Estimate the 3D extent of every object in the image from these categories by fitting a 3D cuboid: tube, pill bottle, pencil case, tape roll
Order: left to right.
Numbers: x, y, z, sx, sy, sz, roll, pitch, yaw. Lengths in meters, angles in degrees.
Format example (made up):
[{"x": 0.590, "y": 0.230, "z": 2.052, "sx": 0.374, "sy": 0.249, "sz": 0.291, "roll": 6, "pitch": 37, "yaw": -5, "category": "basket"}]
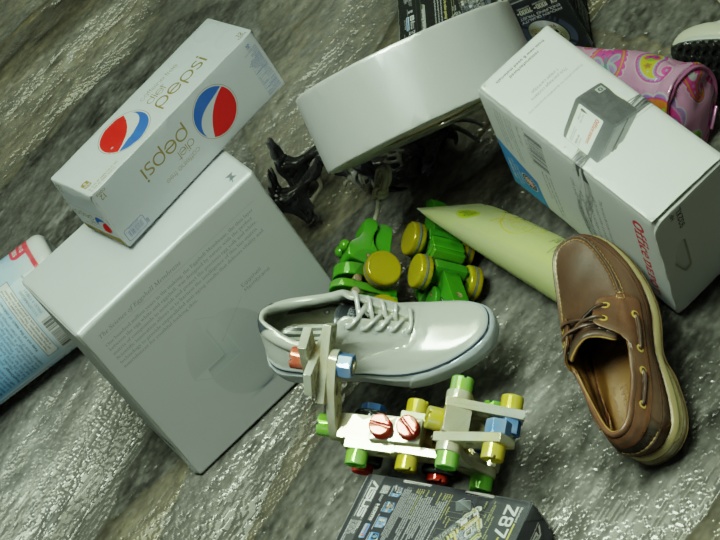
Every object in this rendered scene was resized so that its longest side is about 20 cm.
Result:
[{"x": -0.348, "y": 0.066, "z": 1.995, "sx": 0.200, "sy": 0.109, "sz": 0.109, "roll": -37, "pitch": 40, "yaw": -2, "category": "pill bottle"}, {"x": 0.048, "y": -0.153, "z": 1.782, "sx": 0.202, "sy": 0.071, "sz": 0.202, "roll": -26, "pitch": 0, "yaw": 0, "category": "tape roll"}, {"x": 0.136, "y": -0.019, "z": 1.772, "sx": 0.052, "sy": 0.058, "sz": 0.200, "roll": -48, "pitch": 44, "yaw": -9, "category": "tube"}, {"x": 0.210, "y": -0.148, "z": 1.831, "sx": 0.199, "sy": 0.088, "sz": 0.088, "roll": 11, "pitch": 58, "yaw": 42, "category": "pencil case"}]

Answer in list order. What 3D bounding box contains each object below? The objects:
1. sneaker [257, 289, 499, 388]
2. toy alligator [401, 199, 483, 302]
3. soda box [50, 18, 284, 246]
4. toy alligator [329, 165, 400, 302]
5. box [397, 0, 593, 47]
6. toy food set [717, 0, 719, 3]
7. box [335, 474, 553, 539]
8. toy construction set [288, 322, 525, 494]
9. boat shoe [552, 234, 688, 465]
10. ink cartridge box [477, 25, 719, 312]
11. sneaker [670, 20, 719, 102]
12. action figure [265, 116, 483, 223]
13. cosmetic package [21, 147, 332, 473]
[{"x": 0.010, "y": 0.051, "z": 1.702, "sx": 0.199, "sy": 0.071, "sz": 0.073, "roll": -8, "pitch": 53, "yaw": 18, "category": "sneaker"}, {"x": 0.068, "y": 0.020, "z": 1.794, "sx": 0.201, "sy": 0.059, "sz": 0.054, "roll": -100, "pitch": 31, "yaw": -47, "category": "toy alligator"}, {"x": -0.159, "y": -0.116, "z": 1.765, "sx": 0.200, "sy": 0.064, "sz": 0.068, "roll": -47, "pitch": 39, "yaw": -18, "category": "soda box"}, {"x": 0.000, "y": 0.000, "z": 1.804, "sx": 0.059, "sy": 0.054, "sz": 0.201, "roll": 129, "pitch": 143, "yaw": -61, "category": "toy alligator"}, {"x": 0.122, "y": -0.273, "z": 2.005, "sx": 0.163, "sy": 0.086, "sz": 0.201, "roll": -21, "pitch": 43, "yaw": 17, "category": "box"}, {"x": 0.351, "y": -0.331, "z": 1.921, "sx": 0.143, "sy": 0.060, "sz": 0.200, "roll": -31, "pitch": 40, "yaw": 6, "category": "toy food set"}, {"x": 0.034, "y": 0.255, "z": 1.594, "sx": 0.161, "sy": 0.049, "sz": 0.201, "roll": 3, "pitch": 54, "yaw": 39, "category": "box"}, {"x": 0.033, "y": 0.116, "z": 1.647, "sx": 0.199, "sy": 0.131, "sz": 0.092, "roll": 21, "pitch": 76, "yaw": 17, "category": "toy construction set"}, {"x": 0.189, "y": 0.052, "z": 1.621, "sx": 0.072, "sy": 0.067, "sz": 0.201, "roll": -37, "pitch": 53, "yaw": 29, "category": "boat shoe"}, {"x": 0.201, "y": -0.080, "z": 1.685, "sx": 0.084, "sy": 0.145, "sz": 0.200, "roll": -42, "pitch": 57, "yaw": -9, "category": "ink cartridge box"}, {"x": 0.364, "y": -0.197, "z": 1.788, "sx": 0.199, "sy": 0.071, "sz": 0.094, "roll": -1, "pitch": 40, "yaw": 33, "category": "sneaker"}, {"x": 0.006, "y": -0.118, "z": 1.930, "sx": 0.199, "sy": 0.102, "sz": 0.119, "roll": -21, "pitch": 31, "yaw": 20, "category": "action figure"}, {"x": -0.144, "y": 0.025, "z": 1.820, "sx": 0.199, "sy": 0.200, "sz": 0.123, "roll": -43, "pitch": 41, "yaw": -9, "category": "cosmetic package"}]
